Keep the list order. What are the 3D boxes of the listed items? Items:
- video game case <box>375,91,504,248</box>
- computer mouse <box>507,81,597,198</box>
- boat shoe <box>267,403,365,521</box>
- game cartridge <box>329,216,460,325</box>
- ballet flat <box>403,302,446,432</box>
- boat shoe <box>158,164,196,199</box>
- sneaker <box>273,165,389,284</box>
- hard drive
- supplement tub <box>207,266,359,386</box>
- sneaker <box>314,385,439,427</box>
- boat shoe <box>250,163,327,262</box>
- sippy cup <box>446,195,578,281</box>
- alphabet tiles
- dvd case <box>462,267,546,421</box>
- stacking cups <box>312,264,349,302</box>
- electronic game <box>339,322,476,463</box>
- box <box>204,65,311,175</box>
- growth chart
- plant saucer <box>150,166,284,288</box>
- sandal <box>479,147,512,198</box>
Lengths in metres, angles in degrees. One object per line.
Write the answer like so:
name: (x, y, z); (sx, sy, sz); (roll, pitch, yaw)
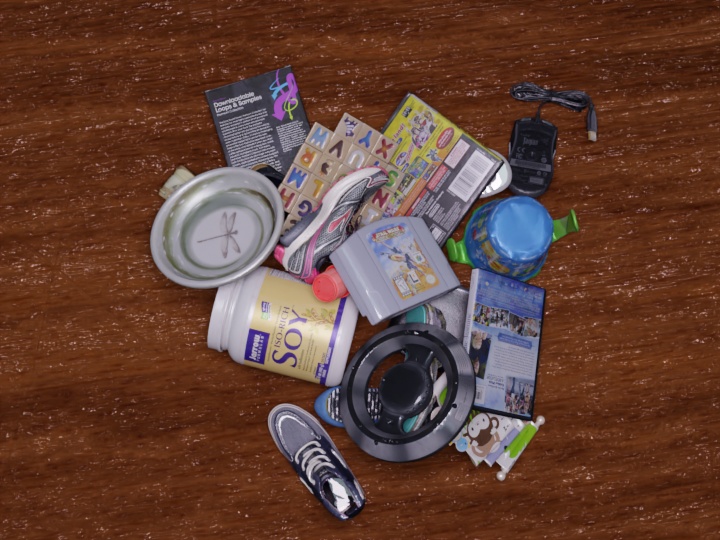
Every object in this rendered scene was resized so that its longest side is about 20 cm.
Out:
video game case: (0.088, -0.136, 1.375); (0.180, 0.025, 0.201); (38, 100, 10)
computer mouse: (0.298, -0.196, 1.420); (0.139, 0.046, 0.201); (5, 70, 3)
boat shoe: (-0.062, 0.275, 1.315); (0.075, 0.093, 0.200); (-41, 85, -7)
game cartridge: (0.050, -0.008, 1.277); (0.199, 0.041, 0.134); (-20, 81, -48)
ballet flat: (0.092, 0.148, 1.311); (0.071, 0.072, 0.202); (9, 81, -1)
boat shoe: (-0.221, -0.074, 1.375); (0.063, 0.073, 0.200); (-46, 75, -1)
sneaker: (-0.031, -0.068, 1.292); (0.075, 0.081, 0.200); (43, 89, 12)
hard drive: (0.146, 0.090, 1.373); (0.199, 0.042, 0.136); (22, 82, 1)
supplement tub: (-0.109, 0.077, 1.315); (0.198, 0.145, 0.146); (14, 82, 0)
sneaker: (0.027, 0.208, 1.349); (0.199, 0.078, 0.066); (10, 75, -20)
boat shoe: (-0.092, -0.081, 1.361); (0.075, 0.062, 0.200); (-46, 106, 1)
sippy cup: (0.227, -0.052, 1.352); (0.139, 0.130, 0.178); (41, 83, 4)
alphabet tiles: (-0.031, -0.121, 1.335); (0.166, 0.006, 0.201); (27, 97, -27)
dvd case: (0.207, 0.109, 1.319); (0.142, 0.017, 0.202); (16, 76, -33)
stacking cups: (0.000, 0.000, 1.298); (0.060, 0.200, 0.061); (7, 108, 23)
electronic game: (0.063, 0.165, 1.245); (0.199, 0.042, 0.201); (-12, 59, 21)
box: (-0.145, -0.203, 1.410); (0.142, 0.036, 0.201); (-17, 84, -4)
growth chart: (0.178, 0.208, 1.312); (0.200, 0.018, 0.145); (49, 61, -21)
plant saucer: (-0.198, -0.053, 1.287); (0.199, 0.050, 0.201); (-7, 57, 11)
sandal: (0.133, -0.150, 1.403); (0.201, 0.050, 0.083); (-2, 91, 12)
